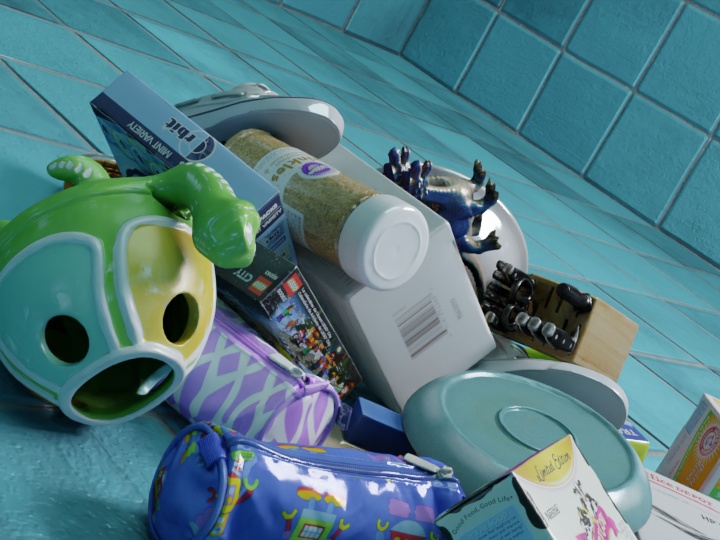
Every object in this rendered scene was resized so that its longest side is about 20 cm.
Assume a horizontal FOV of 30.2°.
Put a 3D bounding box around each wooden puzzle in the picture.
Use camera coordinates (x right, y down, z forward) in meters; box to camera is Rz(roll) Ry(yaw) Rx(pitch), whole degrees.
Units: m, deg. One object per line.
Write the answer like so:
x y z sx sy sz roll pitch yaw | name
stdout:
0.053 0.156 0.974 0.185 0.046 0.200 24 15 -17 | wooden puzzle

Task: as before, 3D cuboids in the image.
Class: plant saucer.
0.129 0.129 1.000 0.199 0.028 0.200 17 22 -7 | plant saucer

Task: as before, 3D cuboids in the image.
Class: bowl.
0.058 0.001 1.308 0.201 0.201 0.091 29 46 0 | bowl

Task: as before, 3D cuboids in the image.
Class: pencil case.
-0.023 0.139 0.790 0.199 0.087 0.078 15 24 -34 | pencil case
-0.104 0.060 0.923 0.200 0.086 0.084 34 42 28 | pencil case

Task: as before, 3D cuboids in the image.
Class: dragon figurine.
0.070 -0.038 1.194 0.099 0.200 0.059 -15 46 -10 | dragon figurine

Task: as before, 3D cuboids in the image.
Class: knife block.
0.193 0.052 1.206 0.199 0.064 0.176 23 -1 -17 | knife block

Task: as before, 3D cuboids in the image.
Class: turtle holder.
-0.144 0.015 0.836 0.141 0.185 0.132 74 -5 -55 | turtle holder

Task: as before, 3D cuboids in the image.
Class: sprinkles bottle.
-0.035 -0.050 1.036 0.068 0.068 0.200 14 11 -45 | sprinkles bottle

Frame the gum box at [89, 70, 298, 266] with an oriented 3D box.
-0.123 -0.046 1.069 0.170 0.045 0.200 39 -17 23 | gum box

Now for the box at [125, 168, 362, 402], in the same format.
-0.097 0.013 1.002 0.200 0.038 0.137 30 -22 40 | box

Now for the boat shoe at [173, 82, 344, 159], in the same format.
-0.099 -0.132 1.152 0.199 0.066 0.074 -2 -37 29 | boat shoe

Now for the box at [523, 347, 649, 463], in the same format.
0.175 0.134 1.237 0.121 0.048 0.200 8 21 -26 | box

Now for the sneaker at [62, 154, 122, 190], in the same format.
-0.181 -0.065 1.237 0.199 0.076 0.092 23 11 -25 | sneaker

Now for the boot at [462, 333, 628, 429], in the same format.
0.139 0.090 1.161 0.199 0.074 0.096 6 27 19 | boot

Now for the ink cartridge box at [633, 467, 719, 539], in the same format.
0.233 0.216 1.026 0.115 0.067 0.200 25 21 -12 | ink cartridge box

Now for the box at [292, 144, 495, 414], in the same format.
0.000 0.000 1.134 0.200 0.106 0.153 41 -18 46 | box

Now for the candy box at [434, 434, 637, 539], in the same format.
0.140 0.205 0.791 0.200 0.061 0.136 57 21 10 | candy box

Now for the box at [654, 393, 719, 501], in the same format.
0.399 0.219 1.283 0.199 0.113 0.101 25 14 -11 | box
